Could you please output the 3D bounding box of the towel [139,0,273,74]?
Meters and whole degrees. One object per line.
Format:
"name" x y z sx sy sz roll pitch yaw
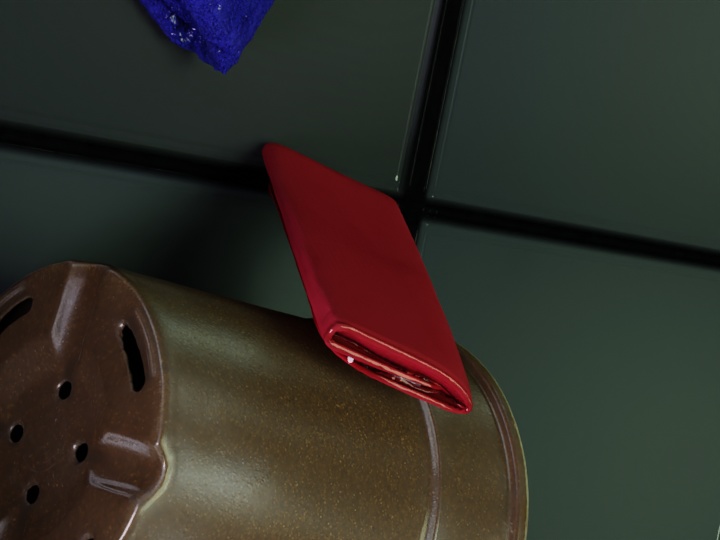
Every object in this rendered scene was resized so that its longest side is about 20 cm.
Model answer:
"towel" -0.045 -0.205 1.127 0.201 0.049 0.148 -61 139 -19

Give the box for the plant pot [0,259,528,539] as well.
"plant pot" -0.067 0.094 1.091 0.198 0.200 0.201 22 83 -43

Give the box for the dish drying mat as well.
"dish drying mat" 0.000 0.000 1.133 0.077 0.200 0.018 24 108 -20
